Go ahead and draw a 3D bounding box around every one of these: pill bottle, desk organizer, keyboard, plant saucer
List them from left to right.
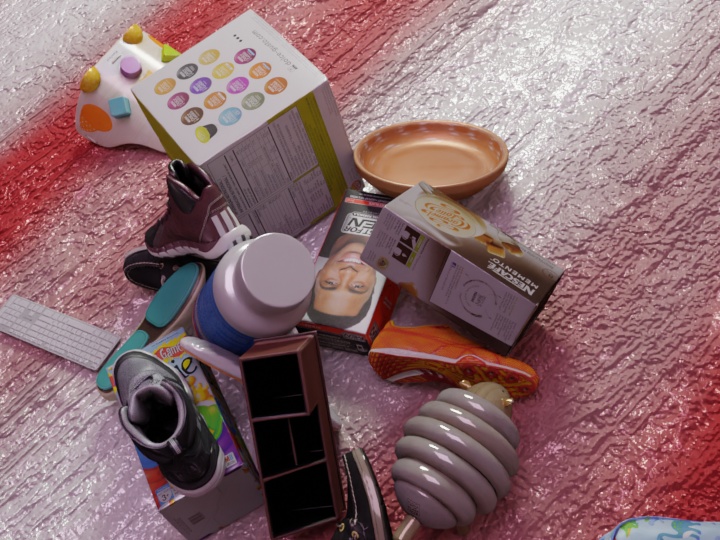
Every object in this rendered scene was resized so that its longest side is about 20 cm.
[{"bbox_3d":[-0.408,0.081,1.288,0.199,0.011,0.057,18,62,25],"label":"keyboard"},{"bbox_3d":[-0.119,0.030,1.092,0.111,0.200,0.113,6,71,-18],"label":"pill bottle"},{"bbox_3d":[-0.071,0.173,1.017,0.071,0.077,0.202,-8,97,10],"label":"desk organizer"},{"bbox_3d":[0.090,-0.139,1.250,0.198,0.038,0.201,-2,32,1],"label":"plant saucer"}]

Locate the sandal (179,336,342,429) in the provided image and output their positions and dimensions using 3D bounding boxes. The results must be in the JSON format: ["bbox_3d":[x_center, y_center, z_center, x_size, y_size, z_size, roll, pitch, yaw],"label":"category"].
[{"bbox_3d":[-0.119,0.141,1.094,0.206,0.079,0.060,28,92,-11],"label":"sandal"}]

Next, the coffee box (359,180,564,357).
[{"bbox_3d":[0.116,-0.006,1.096,0.199,0.080,0.114,34,33,13],"label":"coffee box"}]

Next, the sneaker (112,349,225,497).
[{"bbox_3d":[-0.212,0.134,1.001,0.075,0.114,0.200,-35,54,-11],"label":"sneaker"}]

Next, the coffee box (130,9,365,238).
[{"bbox_3d":[-0.145,-0.173,1.273,0.197,0.201,0.200,-35,52,-11],"label":"coffee box"}]

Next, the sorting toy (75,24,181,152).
[{"bbox_3d":[-0.304,-0.262,1.463,0.179,0.107,0.201,31,67,10],"label":"sorting toy"}]

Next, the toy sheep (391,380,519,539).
[{"bbox_3d":[0.095,0.198,0.991,0.137,0.138,0.201,20,63,27],"label":"toy sheep"}]

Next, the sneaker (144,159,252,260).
[{"bbox_3d":[-0.212,-0.078,1.160,0.199,0.116,0.076,2,32,48],"label":"sneaker"}]

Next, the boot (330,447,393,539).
[{"bbox_3d":[-0.040,0.290,0.971,0.149,0.073,0.202,-11,80,3],"label":"boot"}]

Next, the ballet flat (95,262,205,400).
[{"bbox_3d":[-0.246,0.081,1.198,0.069,0.069,0.200,36,84,33],"label":"ballet flat"}]

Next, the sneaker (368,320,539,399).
[{"bbox_3d":[0.107,0.094,1.100,0.198,0.073,0.077,13,49,20],"label":"sneaker"}]

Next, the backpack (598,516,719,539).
[{"bbox_3d":[0.302,0.295,0.874,0.199,0.154,0.164,-2,61,29],"label":"backpack"}]

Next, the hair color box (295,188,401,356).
[{"bbox_3d":[0.000,0.000,1.200,0.101,0.061,0.201,9,60,20],"label":"hair color box"}]

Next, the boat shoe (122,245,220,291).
[{"bbox_3d":[-0.219,0.016,1.247,0.198,0.074,0.061,8,53,11],"label":"boat shoe"}]

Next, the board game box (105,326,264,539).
[{"bbox_3d":[-0.196,0.184,1.098,0.102,0.105,0.201,-28,54,-6],"label":"board game box"}]
